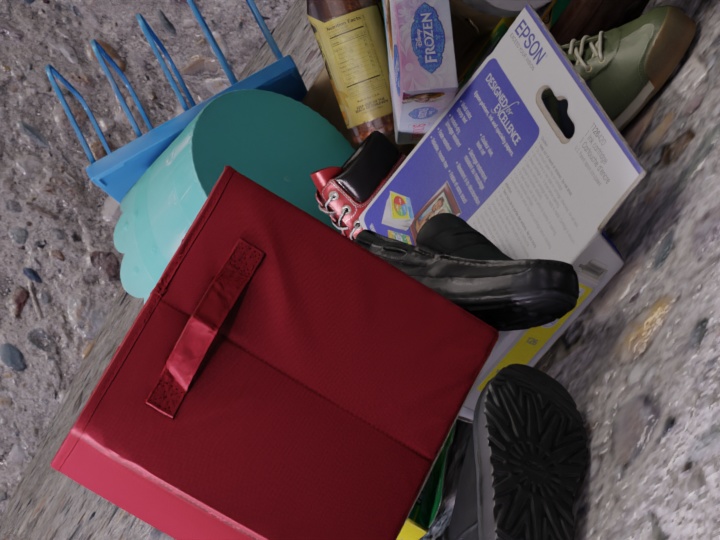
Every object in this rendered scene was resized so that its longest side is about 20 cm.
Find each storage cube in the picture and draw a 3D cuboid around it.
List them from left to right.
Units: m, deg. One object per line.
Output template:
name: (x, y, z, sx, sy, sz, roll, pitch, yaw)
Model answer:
storage cube: (-0.055, 0.075, 0.839, 0.172, 0.179, 0.200, -61, 6, -19)

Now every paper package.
paper package: (0.042, -0.176, 1.335, 0.201, 0.103, 0.190, -56, -10, 24)

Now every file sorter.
file sorter: (-0.162, -0.164, 1.303, 0.199, 0.123, 0.139, -29, -11, 0)

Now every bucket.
bucket: (-0.091, -0.040, 1.211, 0.135, 0.206, 0.208, -43, 19, 43)

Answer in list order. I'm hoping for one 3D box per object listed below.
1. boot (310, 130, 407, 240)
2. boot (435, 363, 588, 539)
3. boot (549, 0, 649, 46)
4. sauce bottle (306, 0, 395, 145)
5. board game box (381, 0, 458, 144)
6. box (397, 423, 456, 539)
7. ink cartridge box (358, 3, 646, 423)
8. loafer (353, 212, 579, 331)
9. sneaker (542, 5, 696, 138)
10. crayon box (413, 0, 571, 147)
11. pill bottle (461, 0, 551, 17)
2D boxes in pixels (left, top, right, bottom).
boot: (0.000, 0.000, 1.124, 0.201, 0.144, 0.072, -62, 15, -12)
boot: (0.040, 0.165, 0.796, 0.200, 0.065, 0.165, -54, 11, 35)
boot: (0.210, -0.224, 1.060, 0.186, 0.064, 0.200, -34, -19, -28)
sauce bottle: (-0.009, -0.207, 1.211, 0.066, 0.202, 0.066, -19, 2, 1)
board game box: (0.038, -0.211, 1.092, 0.200, 0.041, 0.201, 87, 177, -84)
box: (-0.002, 0.159, 0.983, 0.200, 0.048, 0.118, -46, 18, 37)
ink cartridge box: (0.094, -0.040, 0.945, 0.200, 0.047, 0.198, -49, 38, 23)
loafer: (0.053, -0.001, 0.882, 0.200, 0.068, 0.071, -2, 76, 53)
sneaker: (0.137, -0.125, 1.023, 0.200, 0.090, 0.067, -47, 15, 37)
crayon box: (0.125, -0.153, 1.202, 0.201, 0.058, 0.119, -54, 13, 15)
pill bottle: (0.110, -0.262, 1.134, 0.113, 0.112, 0.200, -54, 14, 15)
